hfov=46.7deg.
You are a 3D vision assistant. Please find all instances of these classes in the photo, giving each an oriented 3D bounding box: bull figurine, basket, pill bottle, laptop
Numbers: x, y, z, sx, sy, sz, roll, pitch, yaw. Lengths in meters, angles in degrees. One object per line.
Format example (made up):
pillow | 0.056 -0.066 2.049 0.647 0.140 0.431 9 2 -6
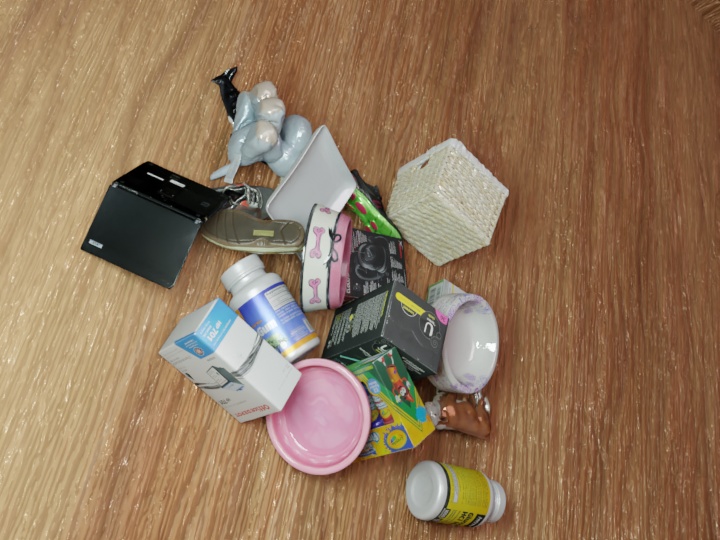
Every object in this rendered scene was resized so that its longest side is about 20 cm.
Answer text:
bull figurine | 0.202 0.294 1.776 0.197 0.065 0.124 25 56 -31
basket | 0.186 -0.147 1.851 0.199 0.197 0.163 39 54 -22
pill bottle | 0.196 0.453 1.674 0.197 0.112 0.115 19 61 -33
laptop | -0.347 -0.084 1.435 0.174 0.105 0.201 23 28 5
pill bottle | -0.168 0.077 1.506 0.111 0.112 0.202 -28 81 -43

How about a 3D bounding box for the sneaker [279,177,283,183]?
sneaker | -0.120 -0.153 1.661 0.066 0.089 0.205 19 62 -34

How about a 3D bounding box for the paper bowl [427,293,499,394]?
paper bowl | 0.194 0.150 1.729 0.198 0.103 0.206 3 86 -47

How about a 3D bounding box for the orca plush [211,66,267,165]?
orca plush | -0.214 -0.314 1.658 0.104 0.071 0.204 -14 82 -43

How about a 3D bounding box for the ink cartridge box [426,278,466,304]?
ink cartridge box | 0.233 0.116 1.877 0.198 0.059 0.106 32 55 -27

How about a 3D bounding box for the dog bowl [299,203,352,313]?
dog bowl | -0.061 -0.019 1.547 0.072 0.201 0.204 6 62 4

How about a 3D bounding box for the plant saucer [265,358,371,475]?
plant saucer | -0.072 0.258 1.491 0.205 0.197 0.051 70 16 6

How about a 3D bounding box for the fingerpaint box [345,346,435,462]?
fingerpaint box | 0.019 0.254 1.543 0.073 0.198 0.170 -27 91 -43

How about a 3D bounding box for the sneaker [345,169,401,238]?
sneaker | 0.029 -0.136 1.793 0.201 0.076 0.084 51 52 -14

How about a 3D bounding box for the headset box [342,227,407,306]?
headset box | 0.000 0.000 1.713 0.197 0.077 0.152 9 67 -37

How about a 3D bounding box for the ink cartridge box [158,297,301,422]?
ink cartridge box | -0.220 0.157 1.413 0.200 0.145 0.087 45 52 -17

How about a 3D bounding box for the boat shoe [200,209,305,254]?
boat shoe | -0.194 -0.057 1.515 0.195 0.076 0.073 11 69 8

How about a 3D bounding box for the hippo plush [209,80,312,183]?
hippo plush | -0.157 -0.236 1.571 0.159 0.158 0.204 19 88 -35

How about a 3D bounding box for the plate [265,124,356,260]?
plate | -0.098 -0.146 1.594 0.202 0.032 0.200 -57 149 -16

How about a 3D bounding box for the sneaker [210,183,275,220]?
sneaker | -0.221 -0.128 1.571 0.197 0.081 0.079 -14 81 -42

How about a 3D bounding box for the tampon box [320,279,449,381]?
tampon box | 0.046 0.133 1.615 0.149 0.198 0.128 34 54 -25
